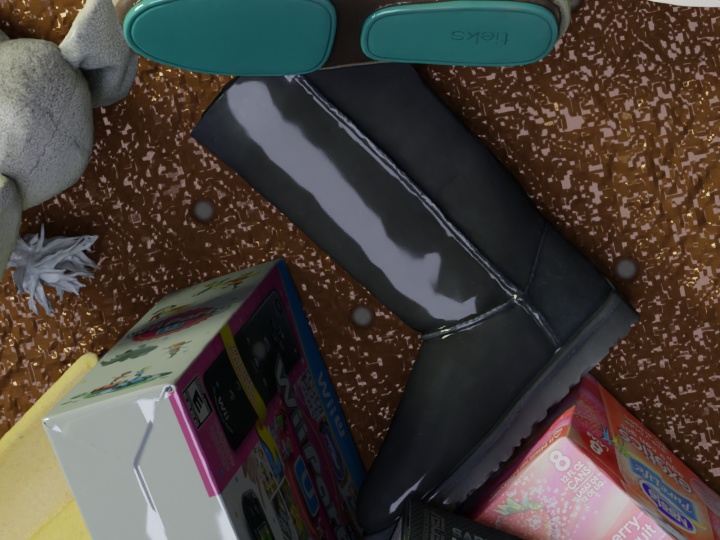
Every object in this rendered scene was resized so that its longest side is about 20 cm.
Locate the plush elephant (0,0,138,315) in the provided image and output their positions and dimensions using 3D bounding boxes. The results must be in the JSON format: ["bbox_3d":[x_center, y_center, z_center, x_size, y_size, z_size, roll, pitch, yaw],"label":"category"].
[{"bbox_3d":[-0.180,-0.062,1.148,0.199,0.165,0.155,30,149,-14],"label":"plush elephant"}]

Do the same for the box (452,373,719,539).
[{"bbox_3d":[0.062,0.156,1.196,0.095,0.103,0.200,43,108,-3],"label":"box"}]

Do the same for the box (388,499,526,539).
[{"bbox_3d":[0.055,0.215,1.132,0.157,0.051,0.201,20,110,-5],"label":"box"}]

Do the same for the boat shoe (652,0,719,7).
[{"bbox_3d":[0.207,-0.160,1.097,0.199,0.072,0.069,-10,114,13],"label":"boat shoe"}]

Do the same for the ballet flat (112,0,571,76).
[{"bbox_3d":[-0.010,-0.119,1.128,0.199,0.063,0.068,1,143,-14],"label":"ballet flat"}]

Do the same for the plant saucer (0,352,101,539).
[{"bbox_3d":[-0.131,0.168,1.189,0.200,0.048,0.201,-42,50,46],"label":"plant saucer"}]

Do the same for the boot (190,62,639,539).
[{"bbox_3d":[0.001,-0.001,1.166,0.165,0.066,0.200,-45,97,-14],"label":"boot"}]

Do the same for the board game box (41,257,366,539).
[{"bbox_3d":[-0.056,0.093,1.149,0.064,0.200,0.148,-18,101,14],"label":"board game box"}]
